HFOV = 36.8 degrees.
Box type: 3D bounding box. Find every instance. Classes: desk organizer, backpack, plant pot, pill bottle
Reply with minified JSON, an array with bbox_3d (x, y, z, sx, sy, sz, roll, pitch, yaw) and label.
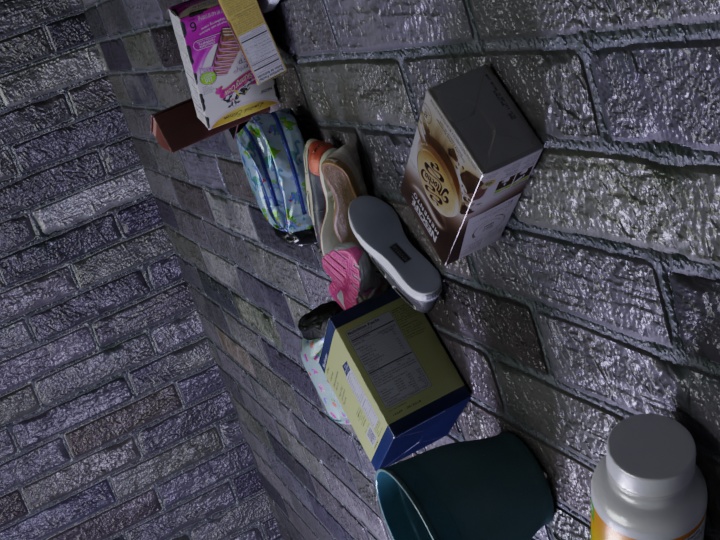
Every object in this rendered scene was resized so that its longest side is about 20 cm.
[{"bbox_3d":[-0.263,-0.264,1.904,0.078,0.198,0.072,61,162,9],"label":"desk organizer"},{"bbox_3d":[-0.124,-0.159,1.751,0.164,0.151,0.203,-112,21,-62],"label":"backpack"},{"bbox_3d":[-0.023,0.157,1.851,0.202,0.126,0.167,66,160,-8],"label":"backpack"},{"bbox_3d":[0.146,0.315,1.439,0.201,0.186,0.201,54,158,33],"label":"plant pot"},{"bbox_3d":[0.282,0.240,1.064,0.111,0.110,0.202,47,154,47],"label":"pill bottle"}]

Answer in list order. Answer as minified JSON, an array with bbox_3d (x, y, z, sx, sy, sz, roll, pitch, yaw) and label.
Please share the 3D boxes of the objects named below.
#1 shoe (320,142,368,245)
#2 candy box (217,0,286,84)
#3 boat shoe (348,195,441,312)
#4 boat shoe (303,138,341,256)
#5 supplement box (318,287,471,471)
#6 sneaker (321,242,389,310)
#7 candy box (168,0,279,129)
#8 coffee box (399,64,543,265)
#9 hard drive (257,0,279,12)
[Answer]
[{"bbox_3d":[-0.009,-0.103,1.610,0.069,0.054,0.201,12,142,23],"label":"shoe"},{"bbox_3d":[-0.182,-0.397,1.641,0.117,0.056,0.201,-118,4,-48],"label":"candy box"},{"bbox_3d":[0.047,-0.020,1.523,0.200,0.069,0.067,48,155,28],"label":"boat shoe"},{"bbox_3d":[-0.053,-0.107,1.680,0.062,0.071,0.202,30,137,41],"label":"boat shoe"},{"bbox_3d":[0.045,0.163,1.635,0.201,0.133,0.201,60,162,19],"label":"supplement box"},{"bbox_3d":[0.000,0.000,1.620,0.081,0.088,0.200,47,166,14],"label":"sneaker"},{"bbox_3d":[-0.221,-0.349,1.772,0.061,0.135,0.202,47,155,48],"label":"candy box"},{"bbox_3d":[0.114,-0.108,1.171,0.114,0.079,0.201,59,161,20],"label":"coffee box"},{"bbox_3d":[-0.138,-0.468,1.556,0.133,0.026,0.200,66,163,0],"label":"hard drive"}]
